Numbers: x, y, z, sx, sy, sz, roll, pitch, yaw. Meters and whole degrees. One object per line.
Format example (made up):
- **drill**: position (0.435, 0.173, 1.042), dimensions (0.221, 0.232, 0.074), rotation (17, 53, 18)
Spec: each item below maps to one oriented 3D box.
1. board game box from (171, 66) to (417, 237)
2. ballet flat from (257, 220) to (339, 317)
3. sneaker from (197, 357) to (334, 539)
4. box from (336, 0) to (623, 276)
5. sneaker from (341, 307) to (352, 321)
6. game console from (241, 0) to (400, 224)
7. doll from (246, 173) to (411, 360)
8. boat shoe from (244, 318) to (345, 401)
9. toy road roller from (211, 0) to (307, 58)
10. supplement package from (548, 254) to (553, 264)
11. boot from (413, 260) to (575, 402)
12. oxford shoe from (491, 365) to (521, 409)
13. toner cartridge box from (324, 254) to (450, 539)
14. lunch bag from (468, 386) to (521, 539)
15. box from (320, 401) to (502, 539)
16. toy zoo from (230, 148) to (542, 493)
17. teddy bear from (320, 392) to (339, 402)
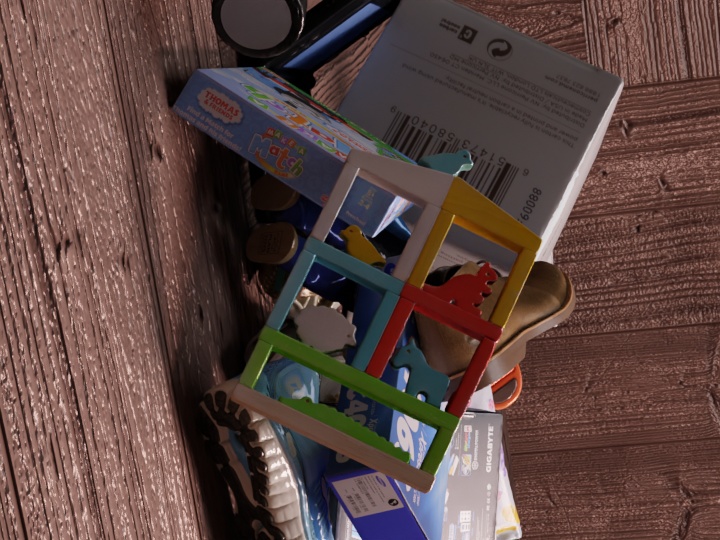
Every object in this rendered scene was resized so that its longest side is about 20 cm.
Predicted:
- **board game box**: position (-0.033, -0.086, 1.069), dimensions (0.037, 0.151, 0.200), rotation (-58, 177, 12)
- **ballet flat**: position (-0.042, 0.006, 1.227), dimensions (0.200, 0.070, 0.065), rotation (27, 81, -75)
- **sneaker**: position (-0.033, 0.141, 1.005), dimensions (0.090, 0.078, 0.200), rotation (-35, 130, -33)
- **box**: position (0.082, -0.086, 1.301), dimensions (0.200, 0.199, 0.171), rotation (-61, 171, -20)
- **sneaker**: position (0.027, 0.095, 1.474), dimensions (0.077, 0.085, 0.200), rotation (-83, 164, -55)
- **game console**: position (-0.020, -0.138, 1.266), dimensions (0.116, 0.176, 0.200), rotation (55, 10, 0)
- **doll**: position (0.000, 0.000, 1.130), dimensions (0.200, 0.048, 0.137), rotation (25, 60, -46)
- **boat shoe**: position (-0.055, 0.067, 1.130), dimensions (0.067, 0.057, 0.200), rotation (-57, 165, 1)
- **toy road roller**: position (-0.051, -0.239, 0.933), dimensions (0.146, 0.200, 0.123), rotation (39, 29, -21)
- **supplement package**: position (0.086, -0.007, 1.541), dimensions (0.110, 0.200, 0.114), rotation (68, 20, -58)
- **boot**: position (0.094, 0.018, 1.092), dimensions (0.076, 0.074, 0.200), rotation (64, 30, -6)
- **oxford shoe**: position (0.075, 0.050, 1.401), dimensions (0.200, 0.071, 0.073), rotation (53, -12, 24)
- **toner cartridge box**: position (0.025, 0.089, 1.036), dimensions (0.200, 0.043, 0.095), rotation (-80, 152, -48)
- **lunch bag**: position (0.030, 0.144, 1.329), dimensions (0.200, 0.127, 0.170), rotation (23, -52, 63)
- **box**: position (0.028, 0.197, 1.130), dimensions (0.159, 0.046, 0.200), rotation (6, 87, -40)
- **toy zoo**: position (0.023, 0.015, 0.941), dimensions (0.200, 0.131, 0.020), rotation (-64, 180, -13)
- **teddy bear**: position (0.003, 0.179, 1.172), dimensions (0.145, 0.067, 0.200), rotation (10, 90, -50)
